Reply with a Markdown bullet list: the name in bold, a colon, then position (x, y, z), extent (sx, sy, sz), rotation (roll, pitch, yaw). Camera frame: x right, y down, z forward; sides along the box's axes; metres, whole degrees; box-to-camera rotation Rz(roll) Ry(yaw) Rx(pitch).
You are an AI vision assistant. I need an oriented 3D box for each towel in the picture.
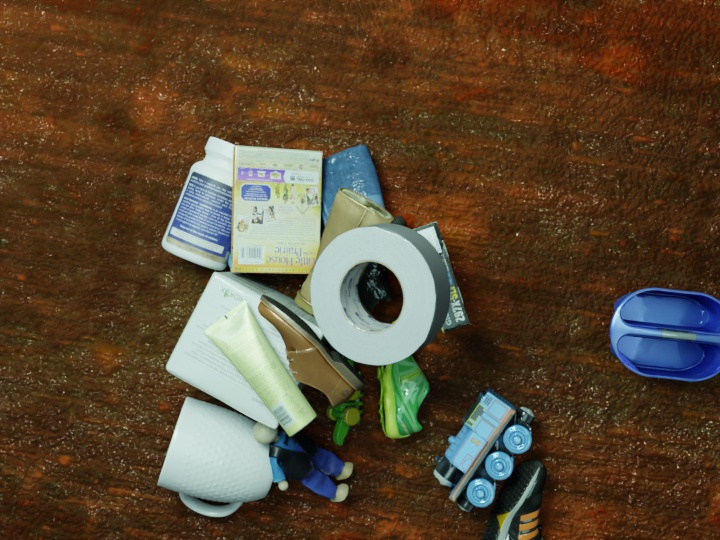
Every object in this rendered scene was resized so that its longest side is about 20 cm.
- **towel**: position (-0.013, -0.103, 1.295), extent (0.111, 0.048, 0.202), rotation (-21, 71, 19)

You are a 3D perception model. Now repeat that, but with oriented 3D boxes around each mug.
- **mug**: position (-0.235, 0.327, 1.306), extent (0.174, 0.148, 0.201), rotation (19, 114, -8)

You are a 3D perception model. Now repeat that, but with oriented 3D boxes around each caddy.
- **caddy**: position (0.498, 0.102, 1.269), extent (0.198, 0.105, 0.143), rotation (5, 89, 4)

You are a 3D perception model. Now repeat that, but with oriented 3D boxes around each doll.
- **doll**: position (-0.098, 0.299, 1.286), extent (0.048, 0.137, 0.200), rotation (-24, 129, 40)

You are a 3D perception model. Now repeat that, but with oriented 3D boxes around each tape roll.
- **tape roll**: position (0.028, 0.034, 1.147), extent (0.199, 0.066, 0.202), rotation (4, 100, 25)

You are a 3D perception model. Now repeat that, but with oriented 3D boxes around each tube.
- **tube**: position (-0.140, 0.145, 1.145), extent (0.058, 0.052, 0.201), rotation (-35, 87, -40)

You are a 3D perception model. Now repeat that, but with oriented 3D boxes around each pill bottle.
- **pill bottle**: position (-0.244, -0.112, 1.313), extent (0.115, 0.116, 0.202), rotation (22, 92, 3)

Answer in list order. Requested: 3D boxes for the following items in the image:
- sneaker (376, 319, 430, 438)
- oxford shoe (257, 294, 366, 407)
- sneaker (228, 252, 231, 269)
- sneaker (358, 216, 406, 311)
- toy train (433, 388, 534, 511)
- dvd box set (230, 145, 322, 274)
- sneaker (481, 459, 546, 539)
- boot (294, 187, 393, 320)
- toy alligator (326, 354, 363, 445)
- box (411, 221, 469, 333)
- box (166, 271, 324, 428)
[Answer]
- **sneaker**: position (0.073, 0.179, 1.323), extent (0.083, 0.074, 0.202), rotation (1, 91, -16)
- **oxford shoe**: position (-0.084, 0.119, 1.131), extent (0.071, 0.071, 0.200), rotation (-43, 97, 3)
- **sneaker**: position (-0.166, -0.092, 1.311), extent (0.078, 0.066, 0.201), rotation (44, 78, -25)
- **sneaker**: position (0.026, 0.010, 1.326), extent (0.200, 0.060, 0.104), rotation (-42, 85, 8)
- **toy train**: position (0.203, 0.297, 1.303), extent (0.114, 0.087, 0.201), rotation (35, 94, 12)
- **dvd box set**: position (-0.135, -0.095, 1.270), extent (0.145, 0.029, 0.202), rotation (0, 91, -17)
- **sneaker**: position (0.273, 0.415, 1.310), extent (0.089, 0.070, 0.201), rotation (26, 92, -12)
- **boot**: position (0.000, 0.000, 1.223), extent (0.174, 0.066, 0.201), rotation (29, 108, 7)
- **toy alligator**: position (-0.019, 0.193, 1.332), extent (0.054, 0.059, 0.202), rotation (2, 89, -38)
- **box**: position (0.120, 0.011, 1.248), extent (0.049, 0.200, 0.161), rotation (-20, 89, 2)
- **box**: position (-0.169, 0.119, 1.265), extent (0.199, 0.199, 0.172), rotation (29, 91, 2)
